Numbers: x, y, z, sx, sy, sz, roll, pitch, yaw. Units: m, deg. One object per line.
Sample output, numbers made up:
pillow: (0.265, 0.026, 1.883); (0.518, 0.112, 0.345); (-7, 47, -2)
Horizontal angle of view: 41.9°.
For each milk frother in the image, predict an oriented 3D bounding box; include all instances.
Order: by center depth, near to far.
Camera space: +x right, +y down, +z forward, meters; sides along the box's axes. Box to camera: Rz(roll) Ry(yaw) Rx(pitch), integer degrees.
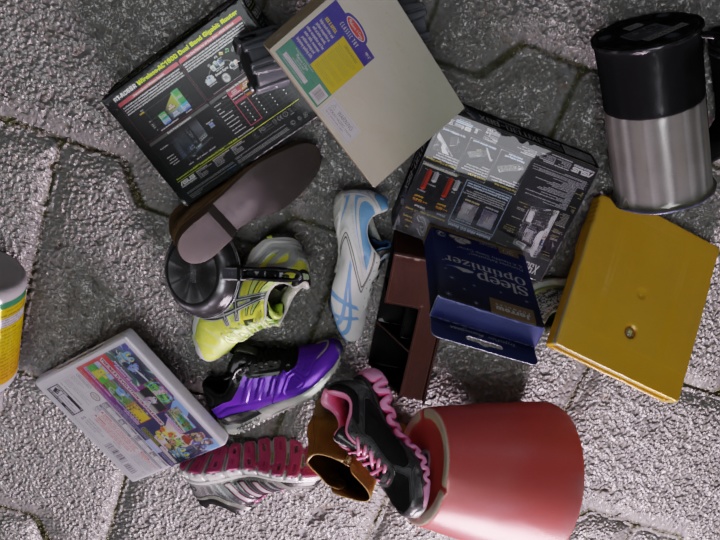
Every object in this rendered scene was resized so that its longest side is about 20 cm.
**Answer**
milk frother: (0.351, -0.160, 0.981); (0.178, 0.201, 0.190); (-15, 117, 3)

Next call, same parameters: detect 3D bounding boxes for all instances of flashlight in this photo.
flashlight: (-0.027, -0.234, 0.976); (0.198, 0.068, 0.069); (-23, 123, -18)

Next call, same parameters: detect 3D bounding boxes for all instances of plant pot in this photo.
plant pot: (0.152, 0.252, 1.174); (0.175, 0.201, 0.202); (11, 118, -21)

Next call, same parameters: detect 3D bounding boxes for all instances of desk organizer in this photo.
desk organizer: (0.061, 0.057, 1.163); (0.076, 0.072, 0.202); (9, 117, -2)

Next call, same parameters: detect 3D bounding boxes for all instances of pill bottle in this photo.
pill bottle: (-0.475, 0.085, 1.153); (0.111, 0.113, 0.202); (13, 117, -7)

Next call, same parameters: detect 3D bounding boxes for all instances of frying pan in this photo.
frying pan: (-0.164, 0.016, 1.112); (0.189, 0.031, 0.116); (28, 107, 26)

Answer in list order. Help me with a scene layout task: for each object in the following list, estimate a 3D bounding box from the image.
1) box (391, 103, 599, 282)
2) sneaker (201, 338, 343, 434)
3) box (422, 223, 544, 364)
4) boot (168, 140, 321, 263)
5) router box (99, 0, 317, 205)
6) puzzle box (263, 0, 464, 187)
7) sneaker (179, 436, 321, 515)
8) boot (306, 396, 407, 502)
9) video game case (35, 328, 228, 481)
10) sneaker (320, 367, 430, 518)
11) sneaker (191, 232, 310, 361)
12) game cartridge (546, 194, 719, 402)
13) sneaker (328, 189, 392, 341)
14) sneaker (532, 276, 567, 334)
box: (0.154, -0.092, 1.098); (0.198, 0.050, 0.159); (18, 116, -9)
sneaker: (-0.119, 0.128, 1.200); (0.199, 0.070, 0.100); (-31, 111, 14)
box: (0.131, 0.021, 1.016); (0.120, 0.201, 0.033); (17, 119, -8)
boot: (-0.138, -0.095, 1.089); (0.199, 0.076, 0.074); (-35, 131, -5)
router box: (-0.162, -0.189, 1.040); (0.199, 0.062, 0.150); (-31, 114, 15)
puzzle box: (0.009, -0.198, 0.961); (0.133, 0.025, 0.200); (-40, 126, 0)
sneaker: (-0.144, 0.285, 1.281); (0.197, 0.074, 0.088); (-3, 123, 1)
boot: (0.015, 0.252, 1.221); (0.200, 0.145, 0.071); (29, 115, -14)
video game case: (-0.299, 0.181, 1.230); (0.181, 0.023, 0.201); (-25, 115, 29)
sneaker: (0.012, 0.213, 1.141); (0.094, 0.201, 0.079); (-2, 140, -36)
sneaker: (-0.137, 0.046, 1.142); (0.075, 0.077, 0.200); (15, 124, -45)
game cartridge: (0.324, 0.030, 1.109); (0.175, 0.032, 0.202); (25, 74, -13)
sneaker: (0.000, 0.000, 1.132); (0.071, 0.072, 0.202); (7, 118, 8)
sneaker: (0.293, 0.050, 1.148); (0.197, 0.089, 0.078); (-9, 118, 5)
